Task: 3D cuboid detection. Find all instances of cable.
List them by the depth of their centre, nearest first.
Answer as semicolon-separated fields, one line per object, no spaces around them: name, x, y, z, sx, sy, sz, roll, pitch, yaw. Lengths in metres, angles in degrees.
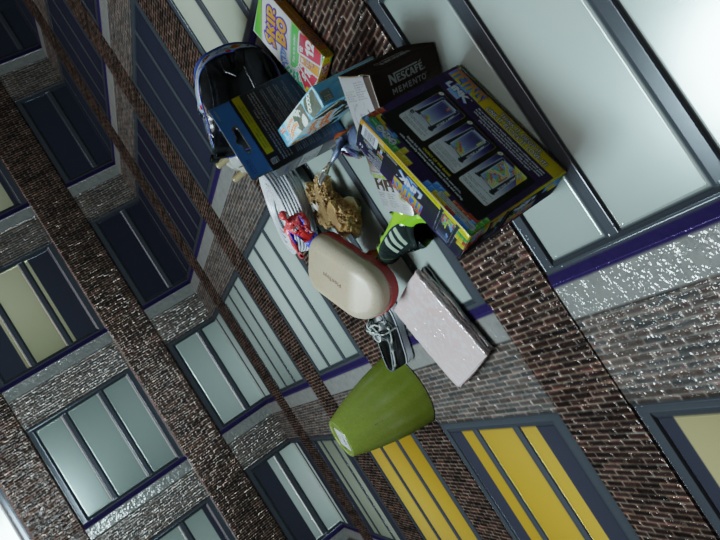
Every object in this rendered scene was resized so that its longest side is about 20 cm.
cable;-0.155;-0.133;1.494;0.201;0.069;0.200;63;166;18

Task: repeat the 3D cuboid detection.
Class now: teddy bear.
teddy bear;-0.051;-0.126;1.352;0.146;0.066;0.200;66;164;-6

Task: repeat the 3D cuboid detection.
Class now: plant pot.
plant pot;0.033;0.324;1.562;0.187;0.199;0.188;45;154;29

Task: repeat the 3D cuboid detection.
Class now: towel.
towel;0.148;0.107;1.264;0.200;0.032;0.191;51;156;15

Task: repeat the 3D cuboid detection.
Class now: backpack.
backpack;-0.224;-0.332;1.300;0.154;0.199;0.192;-129;23;-51

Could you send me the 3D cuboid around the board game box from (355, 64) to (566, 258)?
board game box;0.119;-0.137;0.833;0.200;0.165;0.057;50;155;18

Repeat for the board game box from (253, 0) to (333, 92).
board game box;-0.123;-0.397;1.172;0.201;0.030;0.096;53;148;18

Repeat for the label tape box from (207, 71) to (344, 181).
label tape box;-0.149;-0.249;1.201;0.145;0.199;0.063;57;157;2

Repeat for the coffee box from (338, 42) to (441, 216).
coffee box;0.064;-0.193;0.944;0.080;0.114;0.201;21;138;56

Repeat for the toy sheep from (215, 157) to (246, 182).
toy sheep;-0.242;-0.266;1.448;0.139;0.137;0.201;83;169;-47

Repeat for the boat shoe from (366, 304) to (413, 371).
boat shoe;0.048;0.122;1.443;0.073;0.068;0.201;25;140;53

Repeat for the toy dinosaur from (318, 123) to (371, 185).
toy dinosaur;0.011;-0.218;1.125;0.182;0.104;0.201;49;122;53

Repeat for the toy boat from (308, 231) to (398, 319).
toy boat;0.000;0.000;1.307;0.199;0.130;0.131;35;135;35

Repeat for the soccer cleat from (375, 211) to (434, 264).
soccer cleat;0.079;-0.055;1.163;0.081;0.068;0.200;39;153;12

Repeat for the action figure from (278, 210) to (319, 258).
action figure;-0.090;-0.047;1.394;0.200;0.065;0.099;41;-164;-27

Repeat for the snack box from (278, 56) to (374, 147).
snack box;-0.053;-0.264;1.093;0.037;0.116;0.200;59;158;-5
